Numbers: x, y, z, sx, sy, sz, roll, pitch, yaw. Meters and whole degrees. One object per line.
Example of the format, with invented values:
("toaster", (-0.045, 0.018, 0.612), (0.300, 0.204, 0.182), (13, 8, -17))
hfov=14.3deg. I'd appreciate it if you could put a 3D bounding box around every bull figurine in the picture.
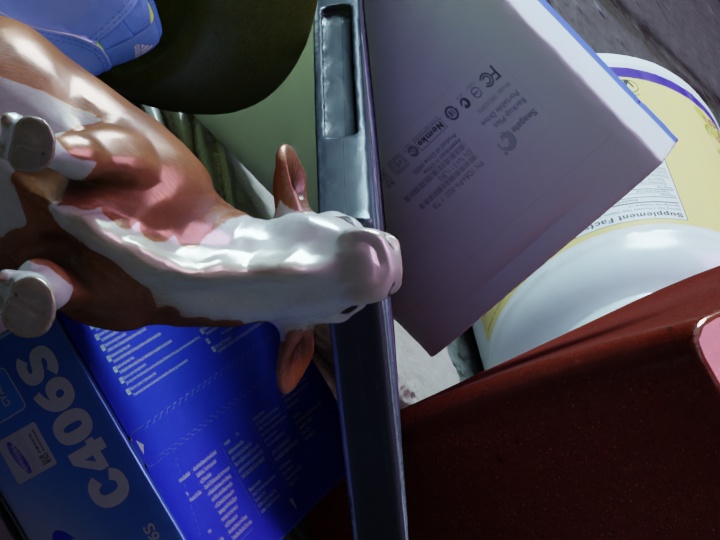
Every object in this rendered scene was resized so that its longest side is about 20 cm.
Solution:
("bull figurine", (-0.088, -0.028, 0.756), (0.199, 0.065, 0.121), (27, 6, 16))

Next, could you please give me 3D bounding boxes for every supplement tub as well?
("supplement tub", (0.121, 0.009, 1.345), (0.145, 0.145, 0.201), (48, 18, -37))

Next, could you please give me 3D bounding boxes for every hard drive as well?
("hard drive", (-0.002, -0.078, 1.004), (0.200, 0.132, 0.025), (46, 39, -4))

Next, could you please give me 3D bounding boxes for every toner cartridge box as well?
("toner cartridge box", (-0.058, 0.045, 0.875), (0.095, 0.043, 0.200), (59, 14, 0))

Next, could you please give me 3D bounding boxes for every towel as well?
("towel", (-0.021, -0.003, 1.113), (0.200, 0.034, 0.133), (43, 24, -45))

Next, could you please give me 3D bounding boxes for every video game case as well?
("video game case", (0.000, 0.000, 0.914), (0.200, 0.019, 0.144), (-94, 179, -61))

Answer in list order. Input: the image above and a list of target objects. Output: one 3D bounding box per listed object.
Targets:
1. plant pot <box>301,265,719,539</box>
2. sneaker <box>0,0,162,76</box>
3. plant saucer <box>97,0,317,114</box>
("plant pot", (0.131, 0.093, 0.992), (0.199, 0.176, 0.201), (-22, 79, -41))
("sneaker", (-0.122, -0.135, 0.869), (0.076, 0.104, 0.201), (137, -69, -78))
("plant saucer", (-0.092, -0.136, 0.929), (0.031, 0.200, 0.201), (-32, 91, -34))
